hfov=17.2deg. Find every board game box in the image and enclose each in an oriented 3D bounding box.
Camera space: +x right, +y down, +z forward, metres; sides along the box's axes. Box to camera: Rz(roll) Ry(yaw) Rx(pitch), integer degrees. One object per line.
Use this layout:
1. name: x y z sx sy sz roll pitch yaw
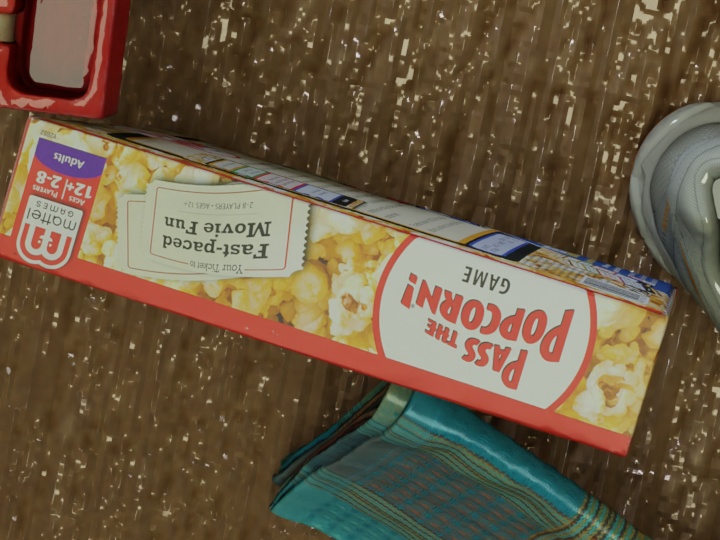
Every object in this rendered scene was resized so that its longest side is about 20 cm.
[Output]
1. board game box: 0.000 0.000 0.767 0.199 0.151 0.047 18 95 8

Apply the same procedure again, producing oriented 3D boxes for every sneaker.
1. sneaker: 0.164 0.033 0.811 0.076 0.092 0.200 -42 96 8

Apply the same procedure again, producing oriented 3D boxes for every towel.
1. towel: 0.068 0.113 0.809 0.200 0.147 0.022 36 65 -4

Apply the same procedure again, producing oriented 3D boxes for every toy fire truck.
1. toy fire truck: -0.170 -0.091 0.777 0.199 0.141 0.049 8 99 0
